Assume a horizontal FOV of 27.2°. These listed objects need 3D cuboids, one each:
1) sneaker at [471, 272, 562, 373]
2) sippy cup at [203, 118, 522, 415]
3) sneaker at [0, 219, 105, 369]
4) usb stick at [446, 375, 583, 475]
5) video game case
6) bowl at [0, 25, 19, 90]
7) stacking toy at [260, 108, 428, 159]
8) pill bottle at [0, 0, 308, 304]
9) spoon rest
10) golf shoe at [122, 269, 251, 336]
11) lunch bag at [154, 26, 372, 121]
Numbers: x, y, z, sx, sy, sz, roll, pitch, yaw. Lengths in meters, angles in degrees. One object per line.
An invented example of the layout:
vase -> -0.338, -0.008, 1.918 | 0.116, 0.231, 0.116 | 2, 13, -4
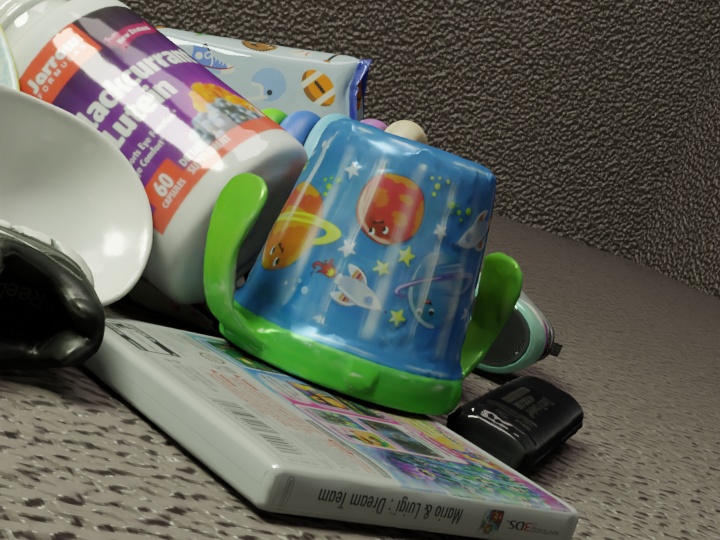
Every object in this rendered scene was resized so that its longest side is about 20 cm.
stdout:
sneaker -> 0.067, 0.026, 1.178 | 0.200, 0.078, 0.140 | 31, 8, 22
sippy cup -> 0.008, -0.007, 0.795 | 0.139, 0.131, 0.178 | 22, 5, 14
sneaker -> -0.191, -0.002, 0.618 | 0.200, 0.067, 0.090 | 19, 4, -31
usb stick -> 0.094, 0.090, 0.881 | 0.055, 0.033, 0.200 | 29, 8, 14
video game case -> -0.024, 0.073, 0.704 | 0.182, 0.024, 0.200 | 15, 8, -39
bowl -> -0.285, -0.087, 0.749 | 0.200, 0.200, 0.108 | 15, -35, -40
stacking toy -> -0.064, -0.068, 0.910 | 0.200, 0.086, 0.085 | 14, 5, 15
pill bottle -> -0.136, -0.082, 0.832 | 0.200, 0.112, 0.111 | 38, 12, 16
spoon rest -> -0.180, -0.054, 0.703 | 0.200, 0.100, 0.061 | 33, -38, -25
golf shoe -> -0.103, -0.007, 0.887 | 0.200, 0.073, 0.092 | 18, 6, -15
lunch bag -> -0.082, -0.097, 1.085 | 0.170, 0.124, 0.200 | 10, -11, 0
